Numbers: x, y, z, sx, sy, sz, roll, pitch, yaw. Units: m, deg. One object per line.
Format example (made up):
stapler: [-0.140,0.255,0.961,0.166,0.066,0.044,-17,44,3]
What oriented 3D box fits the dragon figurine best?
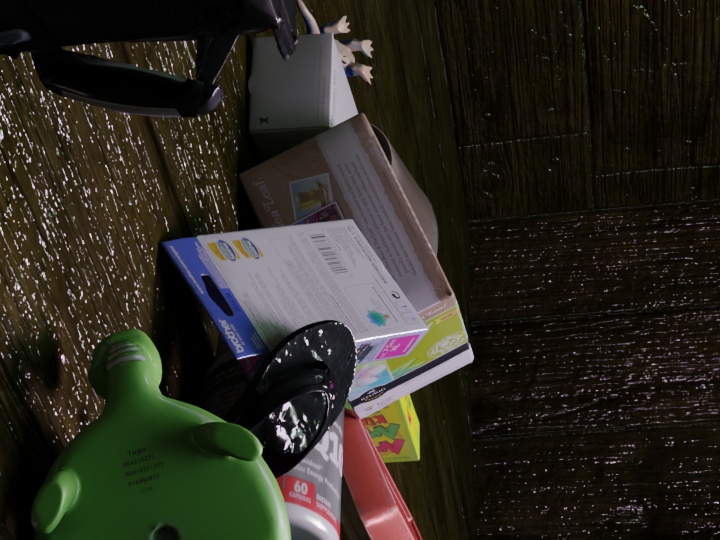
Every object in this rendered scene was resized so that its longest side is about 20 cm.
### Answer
dragon figurine: [-0.051,-0.231,1.789,0.199,0.098,0.060,25,60,-59]

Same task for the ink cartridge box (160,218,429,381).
ink cartridge box: [-0.053,0.022,1.263,0.199,0.042,0.120,-6,52,-46]

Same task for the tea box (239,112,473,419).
tea box: [0.000,0.000,1.551,0.202,0.132,0.197,64,0,21]

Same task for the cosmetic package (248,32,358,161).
cosmetic package: [-0.051,-0.137,1.654,0.200,0.084,0.109,70,20,-66]

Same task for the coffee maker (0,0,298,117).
coffee maker: [-0.134,-0.157,0.660,0.193,0.197,0.136,79,8,-52]

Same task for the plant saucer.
plant saucer: [0.029,0.240,1.595,0.201,0.036,0.200,63,0,-32]

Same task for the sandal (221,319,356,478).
sandal: [-0.061,0.115,1.160,0.200,0.048,0.076,-46,123,-26]

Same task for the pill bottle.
pill bottle: [-0.068,0.127,1.272,0.114,0.112,0.202,75,13,-51]

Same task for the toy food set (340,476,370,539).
toy food set: [-0.017,0.242,1.626,0.200,0.048,0.199,-116,180,-64]

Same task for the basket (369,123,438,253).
basket: [0.003,-0.072,1.853,0.200,0.134,0.182,63,29,-61]

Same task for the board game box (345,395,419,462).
board game box: [0.002,0.146,1.805,0.201,0.100,0.048,73,15,-57]

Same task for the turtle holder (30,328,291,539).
turtle holder: [-0.120,0.138,0.923,0.186,0.141,0.132,47,-13,5]
